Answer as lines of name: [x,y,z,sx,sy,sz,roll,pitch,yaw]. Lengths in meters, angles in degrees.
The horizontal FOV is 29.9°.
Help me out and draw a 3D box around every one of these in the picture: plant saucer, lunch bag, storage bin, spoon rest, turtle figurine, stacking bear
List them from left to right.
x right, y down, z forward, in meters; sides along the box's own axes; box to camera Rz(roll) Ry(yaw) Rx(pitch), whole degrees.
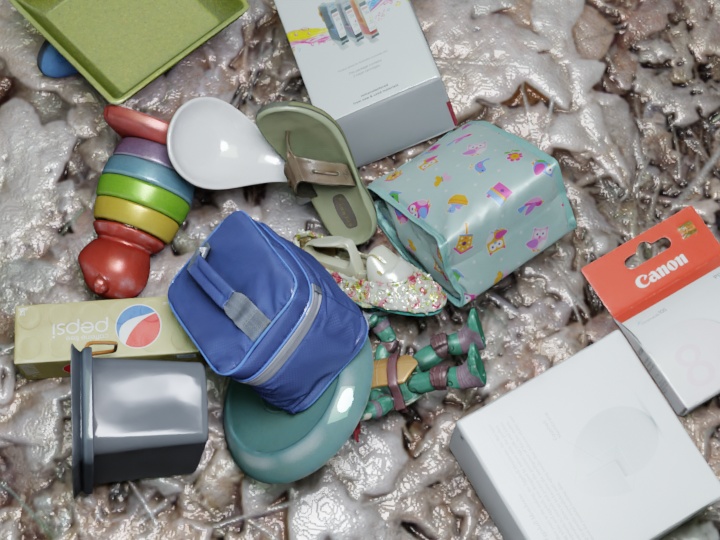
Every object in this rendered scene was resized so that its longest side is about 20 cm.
plant saucer: [-0.261,-0.292,1.534,0.200,0.048,0.200,-40,71,-19]
stacking bear: [-0.251,-0.063,1.496,0.113,0.121,0.201,16,80,12]
storage bin: [-0.229,0.146,1.380,0.134,0.200,0.146,-1,70,-13]
spoon rest: [-0.124,-0.124,1.481,0.199,0.061,0.100,19,77,-36]
lunch bag: [-0.105,0.032,1.374,0.136,0.132,0.200,-50,43,4]
plant saucer: [-0.074,0.123,1.406,0.200,0.027,0.201,-22,52,31]
turtle figurine: [0.034,0.104,1.440,0.199,0.101,0.150,-14,51,13]
lunch bag: [0.112,-0.078,1.493,0.170,0.122,0.200,-35,39,-11]

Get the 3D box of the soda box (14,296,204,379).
soda box: [-0.271,0.072,1.465,0.199,0.064,0.068,-3,70,-3]

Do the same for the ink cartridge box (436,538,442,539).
ink cartridge box: [0.017,0.369,1.375,0.199,0.042,0.120,-21,72,-11]

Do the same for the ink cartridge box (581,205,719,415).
ink cartridge box: [0.367,0.038,1.497,0.162,0.057,0.200,-29,78,-10]

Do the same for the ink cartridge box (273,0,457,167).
ink cartridge box: [0.003,-0.248,1.529,0.144,0.145,0.201,-22,70,6]

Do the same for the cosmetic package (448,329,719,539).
cosmetic package: [0.227,0.206,1.393,0.199,0.123,0.200,-27,73,-12]

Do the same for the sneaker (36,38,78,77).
sneaker: [-0.283,-0.276,1.585,0.200,0.066,0.079,-32,63,-14]

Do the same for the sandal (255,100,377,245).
sandal: [-0.042,-0.100,1.448,0.080,0.201,0.057,-17,33,28]

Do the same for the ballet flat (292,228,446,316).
ballet flat: [0.000,0.000,1.456,0.199,0.064,0.076,12,33,29]
